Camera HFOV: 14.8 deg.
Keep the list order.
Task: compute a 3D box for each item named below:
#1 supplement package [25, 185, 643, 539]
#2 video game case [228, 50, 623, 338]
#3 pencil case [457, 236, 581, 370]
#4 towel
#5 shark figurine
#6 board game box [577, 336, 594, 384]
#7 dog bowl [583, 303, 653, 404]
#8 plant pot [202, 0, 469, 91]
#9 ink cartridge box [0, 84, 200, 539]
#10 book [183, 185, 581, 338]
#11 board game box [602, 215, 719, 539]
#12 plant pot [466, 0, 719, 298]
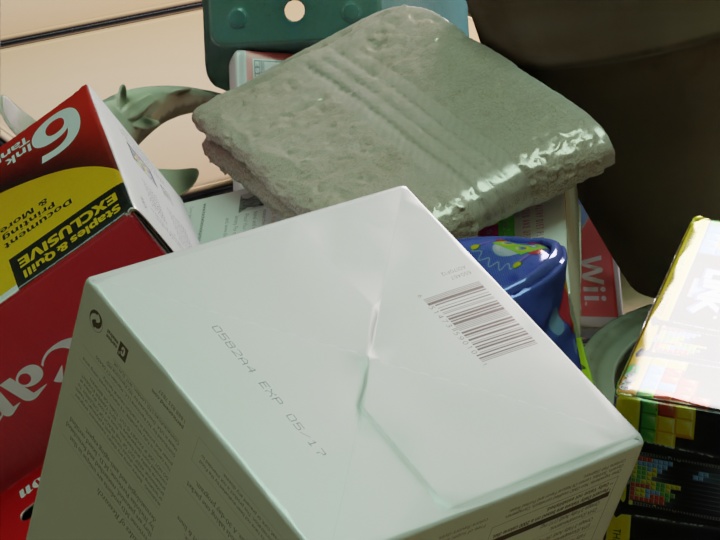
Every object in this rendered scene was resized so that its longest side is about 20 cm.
[{"bbox_3d":[-0.021,0.104,1.042,0.150,0.201,0.152,-17,51,-35],"label":"supplement package"},{"bbox_3d":[0.033,-0.038,1.412,0.199,0.017,0.144,3,69,-16],"label":"video game case"},{"bbox_3d":[0.057,0.083,1.142,0.086,0.201,0.078,-16,19,-15],"label":"pencil case"},{"bbox_3d":[0.015,-0.059,1.287,0.132,0.035,0.200,-29,33,-13],"label":"towel"},{"bbox_3d":[-0.135,-0.056,1.530,0.128,0.090,0.215,43,42,1],"label":"shark figurine"},{"bbox_3d":[0.072,0.061,1.289,0.047,0.102,0.200,1,27,-4],"label":"board game box"},{"bbox_3d":[0.195,0.087,1.288,0.199,0.074,0.200,3,26,-1],"label":"dog bowl"},{"bbox_3d":[-0.023,-0.167,1.494,0.141,0.142,0.200,-2,4,9],"label":"plant pot"},{"bbox_3d":[-0.163,0.037,1.215,0.200,0.084,0.176,-35,31,4],"label":"ink cartridge box"},{"bbox_3d":[0.000,0.000,1.270,0.199,0.048,0.134,-9,31,10],"label":"book"},{"bbox_3d":[0.135,0.104,1.104,0.056,0.201,0.165,10,27,15],"label":"board game box"},{"bbox_3d":[0.168,-0.087,1.351,0.199,0.174,0.200,-16,16,5],"label":"plant pot"}]
